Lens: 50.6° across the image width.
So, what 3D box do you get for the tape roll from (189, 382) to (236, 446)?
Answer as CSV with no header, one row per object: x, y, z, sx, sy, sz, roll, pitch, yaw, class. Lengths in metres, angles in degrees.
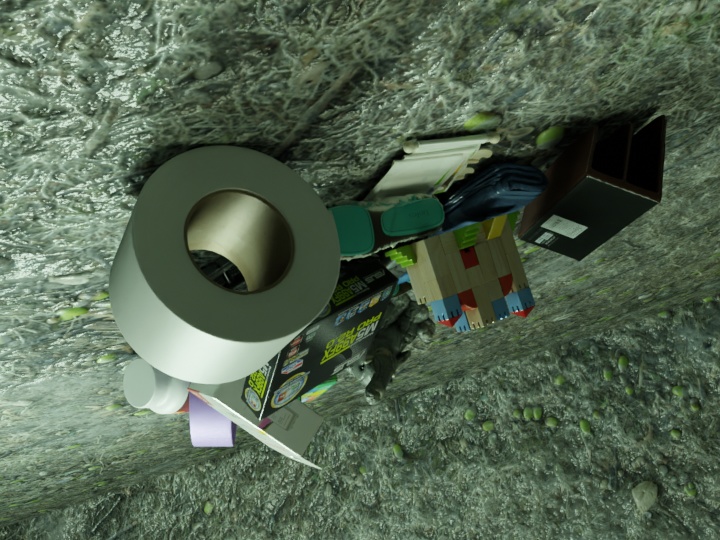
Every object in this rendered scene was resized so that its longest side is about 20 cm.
-0.234,0.182,1.235,0.065,0.201,0.200,2,161,-5,tape roll

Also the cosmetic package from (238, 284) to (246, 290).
-0.186,0.058,1.024,0.199,0.113,0.081,-8,122,-36,cosmetic package

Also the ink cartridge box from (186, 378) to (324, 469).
-0.135,0.200,1.084,0.200,0.068,0.116,41,159,-22,ink cartridge box

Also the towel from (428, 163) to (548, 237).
0.153,-0.085,1.048,0.111,0.049,0.200,-2,157,-41,towel

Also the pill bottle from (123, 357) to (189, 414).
-0.320,0.199,1.370,0.113,0.113,0.200,-27,161,30,pill bottle

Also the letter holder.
0.308,-0.125,1.021,0.100,0.143,0.200,19,157,-7,letter holder

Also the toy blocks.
0.141,0.014,0.976,0.200,0.137,0.100,-17,179,-35,toy blocks

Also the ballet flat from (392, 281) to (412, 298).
0.056,0.013,1.239,0.199,0.068,0.064,-11,171,-20,ballet flat

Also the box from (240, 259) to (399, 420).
-0.051,0.087,0.974,0.200,0.044,0.161,-26,148,-40,box

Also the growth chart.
0.070,-0.111,0.935,0.144,0.018,0.200,-7,161,-31,growth chart

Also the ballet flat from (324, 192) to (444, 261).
0.009,-0.052,0.924,0.199,0.072,0.072,-8,161,-26,ballet flat

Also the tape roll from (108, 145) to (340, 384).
-0.137,-0.002,0.756,0.202,0.203,0.139,-7,160,-31,tape roll

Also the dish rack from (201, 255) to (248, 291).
-0.111,0.045,0.963,0.153,0.055,0.200,-36,127,-19,dish rack

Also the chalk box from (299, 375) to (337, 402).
-0.124,0.165,1.303,0.124,0.201,0.125,-8,162,-28,chalk box

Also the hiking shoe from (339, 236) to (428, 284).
0.000,0.000,1.047,0.199,0.075,0.087,-7,135,5,hiking shoe

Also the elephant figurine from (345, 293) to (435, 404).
0.027,0.137,1.270,0.141,0.200,0.155,16,157,27,elephant figurine
